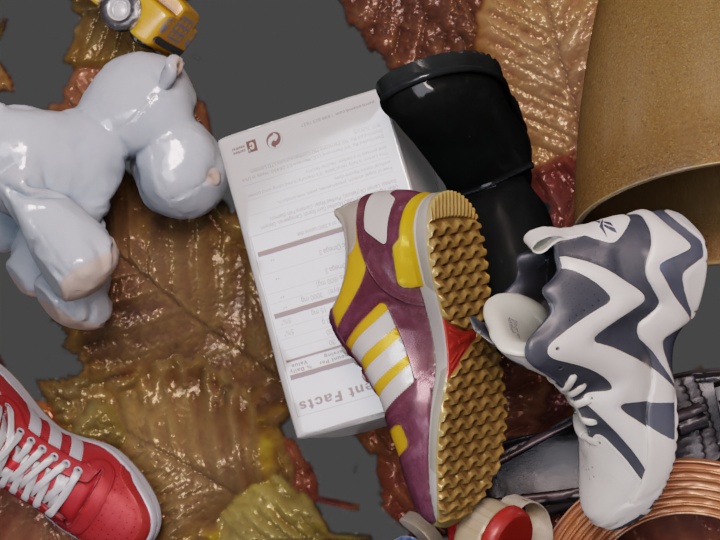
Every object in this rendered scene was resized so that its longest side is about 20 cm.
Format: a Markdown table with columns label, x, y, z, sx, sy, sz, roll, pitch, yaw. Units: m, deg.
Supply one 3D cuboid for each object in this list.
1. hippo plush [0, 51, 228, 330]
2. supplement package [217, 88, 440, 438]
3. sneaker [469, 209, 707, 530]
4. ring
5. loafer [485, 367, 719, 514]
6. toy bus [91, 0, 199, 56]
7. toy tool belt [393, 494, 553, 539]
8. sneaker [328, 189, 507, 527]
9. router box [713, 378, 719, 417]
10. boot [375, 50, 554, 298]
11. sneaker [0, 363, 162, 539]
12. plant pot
| label | x | y | z | sx | sy | sz | roll | pitch | yaw |
| --- | --- | --- | --- | --- | --- | --- | --- | --- | --- |
| hippo plush | -0.183 | -0.076 | 1.252 | 0.161 | 0.159 | 0.200 | -33 | 94 | -20 |
| supplement package | 0.000 | 0.000 | 1.189 | 0.117 | 0.117 | 0.200 | -17 | 83 | 11 |
| sneaker | 0.120 | 0.059 | 1.072 | 0.129 | 0.080 | 0.199 | 2 | 117 | -18 |
| ring | 0.208 | 0.213 | 1.153 | 0.200 | 0.019 | 0.201 | 2 | 101 | 12 |
| loafer | 0.163 | 0.115 | 1.166 | 0.200 | 0.063 | 0.072 | -20 | 81 | 12 |
| toy bus | -0.190 | -0.235 | 1.283 | 0.200 | 0.065 | 0.078 | 40 | 95 | 14 |
| toy tool belt | 0.038 | 0.221 | 1.158 | 0.123 | 0.125 | 0.200 | 21 | 115 | 37 |
| sneaker | 0.029 | 0.051 | 1.090 | 0.090 | 0.075 | 0.200 | 0 | 95 | 38 |
| router box | 0.326 | 0.120 | 1.099 | 0.200 | 0.051 | 0.149 | -10 | 84 | -6 |
| boot | 0.081 | -0.037 | 1.135 | 0.073 | 0.198 | 0.163 | -19 | 75 | 16 |
| sneaker | -0.231 | 0.127 | 1.243 | 0.200 | 0.112 | 0.071 | 36 | 96 | 14 |
| plant pot | 0.212 | -0.124 | 1.126 | 0.186 | 0.186 | 0.200 | -10 | 70 | 14 |
